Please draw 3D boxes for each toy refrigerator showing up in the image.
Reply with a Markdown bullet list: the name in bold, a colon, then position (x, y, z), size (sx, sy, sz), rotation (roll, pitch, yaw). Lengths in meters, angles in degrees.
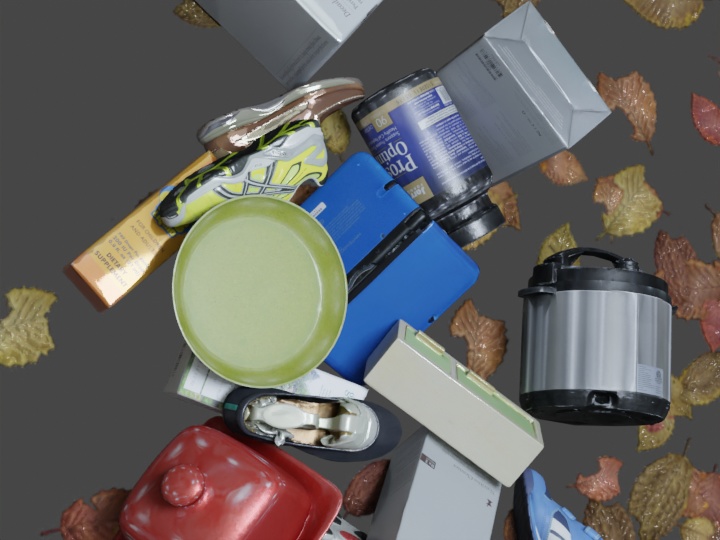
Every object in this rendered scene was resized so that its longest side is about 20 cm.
- **toy refrigerator**: position (0.104, 0.142, 1.374), size (0.200, 0.076, 0.070), rotation (36, 104, -5)

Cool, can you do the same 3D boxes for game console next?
- **game console**: position (0.000, 0.000, 1.409), size (0.200, 0.118, 0.171), rotation (-44, 66, 5)

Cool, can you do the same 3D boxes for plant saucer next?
- **plant saucer**: position (-0.107, 0.022, 1.301), size (0.200, 0.031, 0.200), rotation (4, 82, -30)

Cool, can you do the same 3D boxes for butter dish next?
- **butter dish**: position (-0.155, 0.238, 1.253), size (0.199, 0.148, 0.200), rotation (27, 70, 30)

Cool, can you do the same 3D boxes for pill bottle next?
- **pill bottle**: position (0.083, -0.123, 1.444), size (0.112, 0.112, 0.200), rotation (-30, 91, -21)

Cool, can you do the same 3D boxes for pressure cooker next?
- **pressure cooker**: position (0.273, 0.073, 1.440), size (0.179, 0.176, 0.200), rotation (0, 77, 15)

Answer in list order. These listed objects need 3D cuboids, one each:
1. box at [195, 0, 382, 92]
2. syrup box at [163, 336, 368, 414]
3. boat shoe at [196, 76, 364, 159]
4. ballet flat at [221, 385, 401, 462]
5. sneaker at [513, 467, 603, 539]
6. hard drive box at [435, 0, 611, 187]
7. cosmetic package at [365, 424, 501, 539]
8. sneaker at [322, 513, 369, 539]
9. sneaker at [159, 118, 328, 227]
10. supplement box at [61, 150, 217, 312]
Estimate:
- **box**: position (-0.080, -0.330, 1.373), size (0.200, 0.199, 0.131), rotation (44, 71, -8)
- **syrup box**: position (-0.102, 0.131, 1.356), size (0.200, 0.081, 0.079), rotation (23, 78, -16)
- **boat shoe**: position (-0.084, -0.162, 1.418), size (0.200, 0.076, 0.072), rotation (-22, 93, -12)
- **ballet flat**: position (-0.043, 0.159, 1.294), size (0.200, 0.073, 0.073), rotation (12, 78, -17)
- **sneaker**: position (0.231, 0.314, 1.418), size (0.082, 0.074, 0.200), rotation (-12, 57, -12)
- **hard drive box**: position (0.171, -0.197, 1.439), size (0.077, 0.200, 0.156), rotation (-39, 96, -21)
- **cosmetic package**: position (0.077, 0.272, 1.346), size (0.113, 0.081, 0.200), rotation (35, 36, -12)
- **sneaker**: position (-0.043, 0.308, 1.354), size (0.200, 0.081, 0.083), rotation (33, 102, -1)
- **sneaker**: position (-0.117, -0.089, 1.326), size (0.200, 0.075, 0.076), rotation (-29, 109, -17)
- **supplement box**: position (-0.223, -0.043, 1.351), size (0.200, 0.069, 0.067), rotation (-44, 99, -22)
